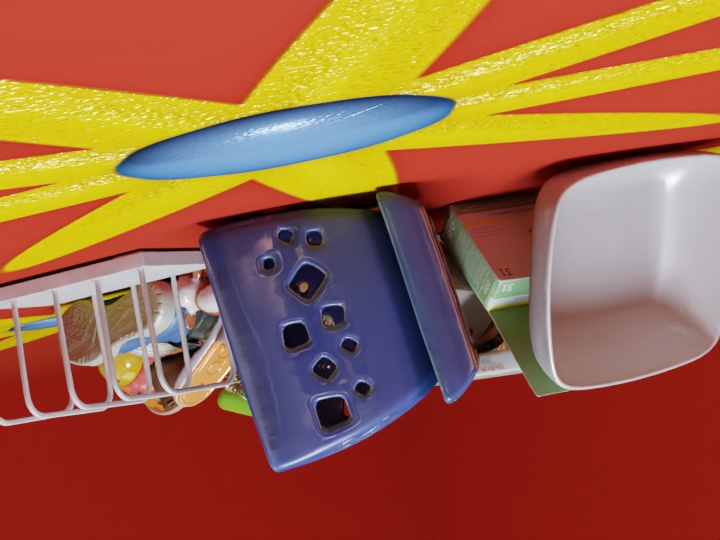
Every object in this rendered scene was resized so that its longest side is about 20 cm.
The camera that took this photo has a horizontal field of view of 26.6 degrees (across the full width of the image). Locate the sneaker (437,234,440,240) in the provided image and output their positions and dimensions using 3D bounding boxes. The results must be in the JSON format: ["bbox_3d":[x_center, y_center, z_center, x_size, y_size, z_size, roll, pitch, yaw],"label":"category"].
[{"bbox_3d":[0.094,0.011,1.725,0.199,0.106,0.075,-10,173,-30],"label":"sneaker"}]

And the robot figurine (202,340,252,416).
[{"bbox_3d":[-0.113,0.095,1.894,0.115,0.177,0.200,-9,145,44],"label":"robot figurine"}]

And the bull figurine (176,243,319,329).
[{"bbox_3d":[-0.085,0.009,1.482,0.199,0.066,0.121,-13,179,33],"label":"bull figurine"}]

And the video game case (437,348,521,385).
[{"bbox_3d":[0.102,0.096,1.471,0.180,0.023,0.200,-7,174,-15],"label":"video game case"}]

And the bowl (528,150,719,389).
[{"bbox_3d":[0.225,-0.008,1.328,0.199,0.202,0.075,-11,-158,-28],"label":"bowl"}]

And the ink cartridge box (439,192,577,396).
[{"bbox_3d":[0.179,0.015,1.404,0.144,0.201,0.048,-8,139,-27],"label":"ink cartridge box"}]

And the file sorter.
[{"bbox_3d":[-0.232,0.062,1.381,0.199,0.126,0.139,-12,175,25],"label":"file sorter"}]

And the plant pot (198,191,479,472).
[{"bbox_3d":[-0.006,0.041,1.258,0.178,0.202,0.200,-18,176,5],"label":"plant pot"}]

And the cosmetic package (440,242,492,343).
[{"bbox_3d":[0.056,0.026,1.459,0.088,0.103,0.200,-56,160,10],"label":"cosmetic package"}]

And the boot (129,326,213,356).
[{"bbox_3d":[-0.174,0.040,1.726,0.199,0.074,0.096,-19,173,-22],"label":"boot"}]

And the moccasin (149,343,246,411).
[{"bbox_3d":[-0.146,0.112,1.750,0.200,0.078,0.074,-20,180,11],"label":"moccasin"}]

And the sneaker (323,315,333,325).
[{"bbox_3d":[-0.023,0.053,1.763,0.079,0.072,0.200,-4,-155,-24],"label":"sneaker"}]

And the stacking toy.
[{"bbox_3d":[-0.349,0.131,2.290,0.145,0.147,0.199,-14,157,41],"label":"stacking toy"}]

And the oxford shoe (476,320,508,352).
[{"bbox_3d":[0.137,0.070,1.633,0.071,0.073,0.200,-46,-176,-4],"label":"oxford shoe"}]

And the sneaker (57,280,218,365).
[{"bbox_3d":[-0.236,0.059,1.659,0.199,0.077,0.111,-23,160,41],"label":"sneaker"}]

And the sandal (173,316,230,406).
[{"bbox_3d":[-0.126,0.082,1.668,0.079,0.059,0.207,10,120,-55],"label":"sandal"}]
